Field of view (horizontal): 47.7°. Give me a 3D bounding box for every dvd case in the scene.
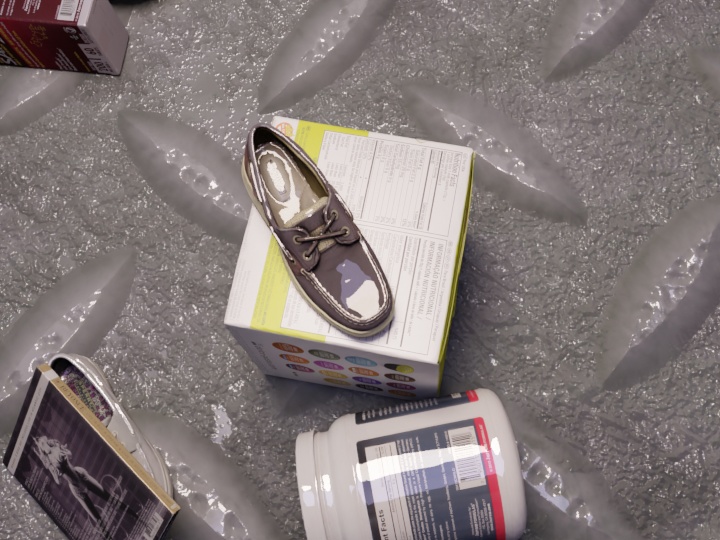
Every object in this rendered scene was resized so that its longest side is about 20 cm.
[{"bbox_3d":[-0.271,0.210,0.803,0.199,0.016,0.150,41,122,14],"label":"dvd case"}]

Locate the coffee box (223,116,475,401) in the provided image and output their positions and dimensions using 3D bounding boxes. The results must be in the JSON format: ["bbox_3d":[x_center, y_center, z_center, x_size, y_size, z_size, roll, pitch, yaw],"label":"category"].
[{"bbox_3d":[0.000,0.000,0.797,0.193,0.200,0.204,9,72,7],"label":"coffee box"}]

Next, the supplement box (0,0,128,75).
[{"bbox_3d":[-0.390,-0.292,0.964,0.196,0.109,0.062,7,74,7],"label":"supplement box"}]

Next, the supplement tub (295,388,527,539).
[{"bbox_3d":[0.047,0.197,0.765,0.196,0.141,0.143,-11,72,1],"label":"supplement tub"}]

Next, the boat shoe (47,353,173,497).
[{"bbox_3d":[-0.260,0.169,0.834,0.071,0.069,0.202,-29,73,-5],"label":"boat shoe"}]

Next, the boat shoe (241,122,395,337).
[{"bbox_3d":[-0.041,-0.036,0.672,0.071,0.065,0.202,-30,73,-6],"label":"boat shoe"}]
